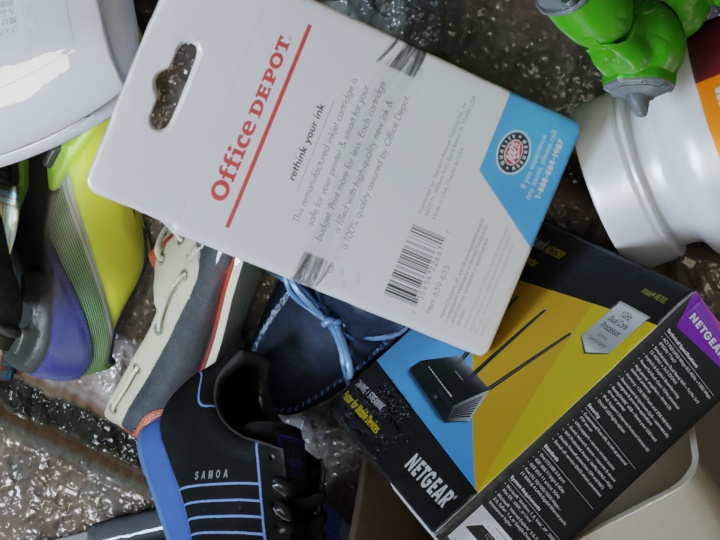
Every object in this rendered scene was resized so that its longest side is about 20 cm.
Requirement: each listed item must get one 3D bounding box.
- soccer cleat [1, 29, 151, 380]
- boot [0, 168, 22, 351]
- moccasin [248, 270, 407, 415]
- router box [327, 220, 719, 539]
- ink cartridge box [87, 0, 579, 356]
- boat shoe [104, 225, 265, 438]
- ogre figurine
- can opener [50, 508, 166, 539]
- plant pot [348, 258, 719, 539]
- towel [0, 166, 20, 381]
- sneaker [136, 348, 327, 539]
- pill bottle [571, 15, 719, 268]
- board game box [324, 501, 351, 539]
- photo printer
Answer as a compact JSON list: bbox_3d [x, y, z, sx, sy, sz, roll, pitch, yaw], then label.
[{"bbox_3d":[-0.144,-0.040,0.930,0.064,0.083,0.202,19,98,46],"label":"soccer cleat"},{"bbox_3d":[-0.169,-0.086,0.865,0.200,0.072,0.182,-46,60,6],"label":"boot"},{"bbox_3d":[0.000,0.000,0.894,0.080,0.068,0.201,38,113,0],"label":"moccasin"},{"bbox_3d":[0.073,0.055,0.799,0.149,0.200,0.051,-42,107,-4],"label":"router box"},{"bbox_3d":[-0.016,-0.054,0.778,0.199,0.067,0.117,23,93,-17],"label":"ink cartridge box"},{"bbox_3d":[-0.087,0.008,0.922,0.062,0.071,0.202,22,116,9],"label":"boat shoe"},{"bbox_3d":[0.123,-0.158,0.764,0.097,0.201,0.120,-20,122,21],"label":"ogre figurine"},{"bbox_3d":[-0.136,0.173,1.002,0.198,0.053,0.067,-19,137,21],"label":"can opener"},{"bbox_3d":[0.123,0.149,0.852,0.199,0.200,0.177,-32,110,21],"label":"plant pot"},{"bbox_3d":[-0.252,-0.045,0.971,0.145,0.022,0.202,14,110,11],"label":"towel"},{"bbox_3d":[-0.047,0.129,0.842,0.078,0.070,0.201,-45,54,22],"label":"sneaker"},{"bbox_3d":[0.204,-0.072,0.794,0.198,0.113,0.114,-22,101,19],"label":"pill bottle"},{"bbox_3d":[-0.047,0.236,0.967,0.199,0.044,0.199,-34,113,21],"label":"board game box"},{"bbox_3d":[-0.191,-0.144,0.806,0.165,0.069,0.202,-14,77,7],"label":"photo printer"}]
